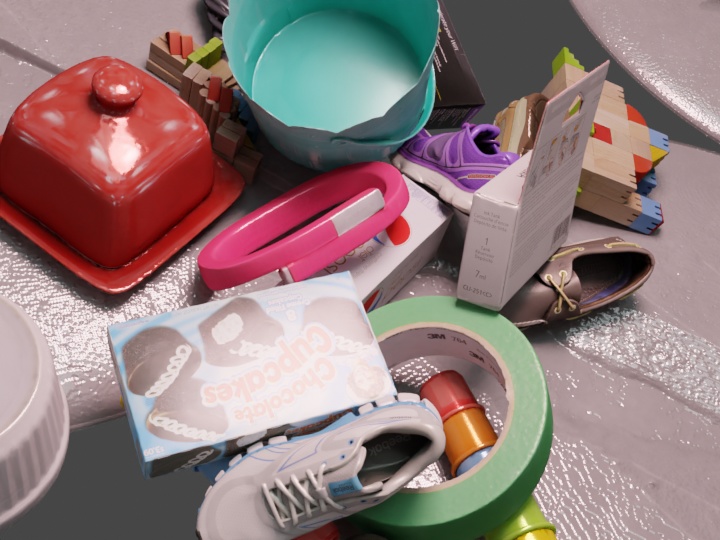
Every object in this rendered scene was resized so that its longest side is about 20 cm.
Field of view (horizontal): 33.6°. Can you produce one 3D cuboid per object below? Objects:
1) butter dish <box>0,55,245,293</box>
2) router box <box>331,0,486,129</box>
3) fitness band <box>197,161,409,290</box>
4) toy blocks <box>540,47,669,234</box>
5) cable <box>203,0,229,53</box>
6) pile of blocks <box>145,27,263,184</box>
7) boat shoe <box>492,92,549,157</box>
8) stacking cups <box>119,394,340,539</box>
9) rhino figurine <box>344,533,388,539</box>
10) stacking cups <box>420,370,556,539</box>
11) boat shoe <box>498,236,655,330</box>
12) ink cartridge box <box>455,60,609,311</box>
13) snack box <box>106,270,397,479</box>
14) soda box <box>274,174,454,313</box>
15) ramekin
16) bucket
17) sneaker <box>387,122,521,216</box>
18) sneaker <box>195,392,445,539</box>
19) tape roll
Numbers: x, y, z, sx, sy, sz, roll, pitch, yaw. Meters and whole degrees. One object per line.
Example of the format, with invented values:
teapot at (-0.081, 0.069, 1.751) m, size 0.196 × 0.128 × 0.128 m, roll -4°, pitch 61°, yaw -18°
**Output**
butter dish at (-0.218, -0.115, 1.042) m, size 0.199 × 0.148 × 0.199 m, roll 35°, pitch 51°, yaw 12°
router box at (0.030, -0.243, 1.247) m, size 0.148 × 0.051 × 0.202 m, roll -7°, pitch 68°, yaw -35°
fitness band at (-0.049, -0.038, 1.042) m, size 0.199 × 0.038 × 0.143 m, roll -30°, pitch 20°, yaw -18°
toy blocks at (0.263, -0.127, 1.255) m, size 0.135 × 0.100 × 0.202 m, roll 18°, pitch 48°, yaw -18°
cable at (-0.075, -0.273, 1.290) m, size 0.198 × 0.051 × 0.164 m, roll -3°, pitch 45°, yaw -24°
pile of blocks at (-0.139, -0.179, 1.177) m, size 0.081 × 0.062 × 0.201 m, roll -19°, pitch 60°, yaw -29°
boat shoe at (0.149, -0.076, 1.186) m, size 0.071 × 0.076 × 0.202 m, roll 33°, pitch 59°, yaw -36°
stacking cups at (-0.097, 0.146, 0.924) m, size 0.199 × 0.061 × 0.060 m, roll 39°, pitch 51°, yaw 16°
rhino figurine at (0.046, 0.271, 0.870) m, size 0.200 × 0.060 × 0.087 m, roll 40°, pitch 47°, yaw 12°
stacking cups at (0.104, 0.174, 0.969) m, size 0.060 × 0.061 × 0.201 m, roll -10°, pitch 50°, yaw -24°
boat shoe at (0.188, 0.013, 1.111) m, size 0.198 × 0.059 × 0.073 m, roll -15°, pitch 98°, yaw -30°
ink cartridge box at (0.148, -0.081, 1.010) m, size 0.044 × 0.178 × 0.200 m, roll 18°, pitch 25°, yaw 19°
snack box at (-0.083, 0.077, 0.914) m, size 0.198 × 0.037 × 0.117 m, roll -13°, pitch 61°, yaw -18°
soda box at (0.000, 0.000, 1.070) m, size 0.063 × 0.068 × 0.200 m, roll 37°, pitch 50°, yaw 14°
ramekin at (-0.315, 0.095, 0.875) m, size 0.200 × 0.095 × 0.204 m, roll 9°, pitch 50°, yaw -10°
bucket at (-0.023, -0.197, 1.100) m, size 0.204 × 0.135 × 0.210 m, roll -1°, pitch 74°, yaw 2°
sneaker at (0.097, -0.107, 1.140) m, size 0.080 × 0.084 × 0.200 m, roll 23°, pitch 9°, yaw -35°
sneaker at (-0.027, 0.148, 0.849) m, size 0.198 × 0.087 × 0.076 m, roll -28°, pitch 95°, yaw -6°
tape roll at (0.052, 0.117, 0.949) m, size 0.198 × 0.048 × 0.202 m, roll -8°, pitch 55°, yaw 12°
